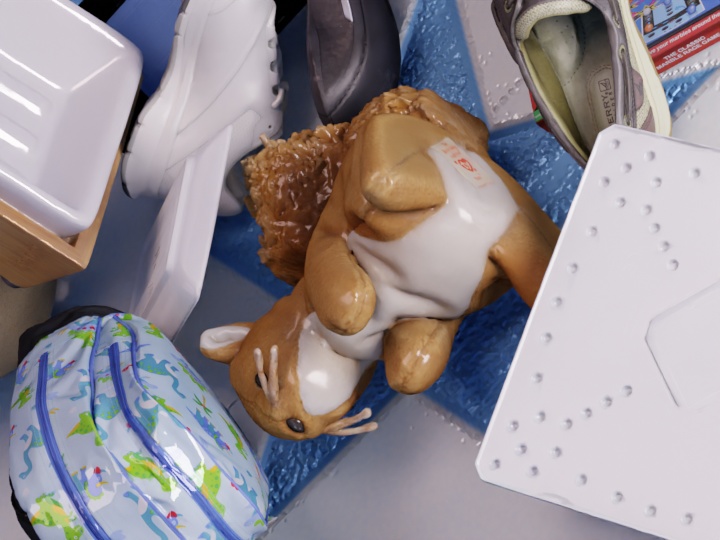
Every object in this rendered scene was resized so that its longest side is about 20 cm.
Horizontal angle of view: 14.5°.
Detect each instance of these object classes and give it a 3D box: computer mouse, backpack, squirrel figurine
[{"bbox_3d":[-0.012,-0.180,1.669,0.046,0.140,0.200,-12,58,17],"label":"computer mouse"},{"bbox_3d":[-0.123,0.113,1.537,0.154,0.163,0.200,-28,15,21],"label":"backpack"},{"bbox_3d":[0.000,0.000,1.572,0.187,0.141,0.200,-50,29,24],"label":"squirrel figurine"}]

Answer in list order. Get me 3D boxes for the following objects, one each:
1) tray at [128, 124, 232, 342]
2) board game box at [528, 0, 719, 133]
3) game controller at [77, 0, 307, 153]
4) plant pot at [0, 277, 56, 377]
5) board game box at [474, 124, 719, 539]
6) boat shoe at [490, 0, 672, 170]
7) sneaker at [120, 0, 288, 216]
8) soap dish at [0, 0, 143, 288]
[{"bbox_3d":[-0.112,-0.005,1.655,0.200,0.022,0.108,126,155,-67],"label":"tray"},{"bbox_3d":[0.174,-0.165,1.573,0.200,0.019,0.103,-29,51,27],"label":"board game box"},{"bbox_3d":[-0.110,-0.160,1.763,0.200,0.042,0.104,-44,78,30],"label":"game controller"},{"bbox_3d":[-0.272,0.003,1.784,0.200,0.134,0.201,-24,57,44],"label":"plant pot"},{"bbox_3d":[0.180,0.041,1.421,0.200,0.026,0.200,16,79,29],"label":"board game box"},{"bbox_3d":[0.108,-0.142,1.517,0.072,0.066,0.201,-23,93,21],"label":"boat shoe"},{"bbox_3d":[-0.077,-0.125,1.710,0.075,0.087,0.200,-70,1,-69],"label":"sneaker"},{"bbox_3d":[-0.219,-0.093,1.682,0.081,0.157,0.200,-46,21,33],"label":"soap dish"}]
